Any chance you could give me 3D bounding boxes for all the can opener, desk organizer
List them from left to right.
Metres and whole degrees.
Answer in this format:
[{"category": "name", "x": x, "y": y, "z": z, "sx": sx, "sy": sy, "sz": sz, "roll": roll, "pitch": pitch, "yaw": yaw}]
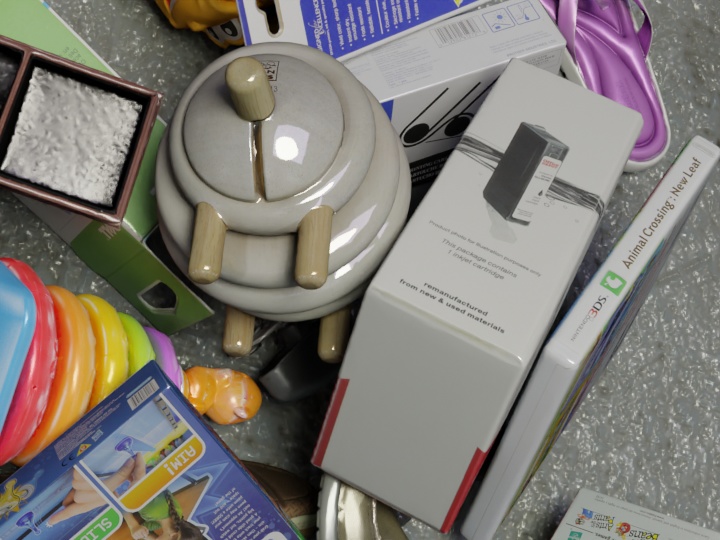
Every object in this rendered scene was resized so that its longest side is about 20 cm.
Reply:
[{"category": "desk organizer", "x": -0.195, "y": -0.085, "z": 0.700, "sx": 0.198, "sy": 0.077, "sz": 0.072, "roll": 19, "pitch": 89, "yaw": -11}, {"category": "can opener", "x": 0.000, "y": 0.000, "z": 0.892, "sx": 0.200, "sy": 0.053, "sz": 0.067, "roll": -43, "pitch": 99, "yaw": -27}]

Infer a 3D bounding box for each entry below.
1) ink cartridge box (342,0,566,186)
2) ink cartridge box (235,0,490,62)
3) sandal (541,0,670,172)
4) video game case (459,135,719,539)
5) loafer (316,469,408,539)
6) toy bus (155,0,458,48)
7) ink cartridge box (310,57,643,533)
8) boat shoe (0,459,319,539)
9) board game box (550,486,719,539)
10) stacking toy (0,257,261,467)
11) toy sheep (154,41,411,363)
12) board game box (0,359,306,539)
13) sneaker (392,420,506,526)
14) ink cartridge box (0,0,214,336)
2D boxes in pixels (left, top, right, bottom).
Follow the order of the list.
[{"category": "ink cartridge box", "x": 0.016, "y": -0.087, "z": 0.858, "sx": 0.198, "sy": 0.094, "sz": 0.044, "roll": -19, "pitch": 60, "yaw": -17}, {"category": "ink cartridge box", "x": 0.010, "y": -0.174, "z": 0.810, "sx": 0.199, "sy": 0.037, "sz": 0.096, "roll": -27, "pitch": 121, "yaw": -28}, {"category": "sandal", "x": 0.161, "y": -0.167, "z": 0.997, "sx": 0.082, "sy": 0.050, "sz": 0.204, "roll": -27, "pitch": 91, "yaw": -26}, {"category": "video game case", "x": 0.128, "y": 0.044, "z": 0.850, "sx": 0.022, "sy": 0.201, "sz": 0.182, "roll": 32, "pitch": 54, "yaw": 12}, {"category": "loafer", "x": 0.021, "y": 0.185, "z": 0.803, "sx": 0.069, "sy": 0.075, "sz": 0.202, "roll": -11, "pitch": 94, "yaw": 3}, {"category": "toy bus", "x": -0.019, "y": -0.168, "z": 0.886, "sx": 0.199, "sy": 0.135, "sz": 0.193, "roll": -35, "pitch": 111, "yaw": -24}, {"category": "ink cartridge box", "x": 0.063, "y": 0.009, "z": 0.776, "sx": 0.083, "sy": 0.145, "sz": 0.201, "roll": 26, "pitch": 47, "yaw": 8}, {"category": "boat shoe", "x": -0.117, "y": 0.148, "z": 0.811, "sx": 0.198, "sy": 0.072, "sz": 0.077, "roll": 2, "pitch": 104, "yaw": -24}, {"category": "board game box", "x": 0.137, "y": 0.246, "z": 0.857, "sx": 0.201, "sy": 0.104, "sz": 0.103, "roll": -55, "pitch": 134, "yaw": -23}, {"category": "stacking toy", "x": -0.137, "y": 0.059, "z": 0.803, "sx": 0.199, "sy": 0.116, "sz": 0.111, "roll": 13, "pitch": 103, "yaw": -39}, {"category": "toy sheep", "x": -0.038, "y": -0.039, "z": 0.717, "sx": 0.136, "sy": 0.200, "sz": 0.139, "roll": 0, "pitch": 66, "yaw": 1}, {"category": "board game box", "x": -0.138, "y": 0.158, "z": 0.745, "sx": 0.199, "sy": 0.034, "sz": 0.136, "roll": -39, "pitch": 120, "yaw": -5}, {"category": "sneaker", "x": 0.035, "y": 0.056, "z": 0.891, "sx": 0.103, "sy": 0.060, "sz": 0.202, "roll": 7, "pitch": 80, "yaw": -27}, {"category": "ink cartridge box", "x": -0.146, "y": -0.058, "z": 0.809, "sx": 0.200, "sy": 0.104, "sz": 0.059, "roll": 45, "pitch": 67, "yaw": -10}]
